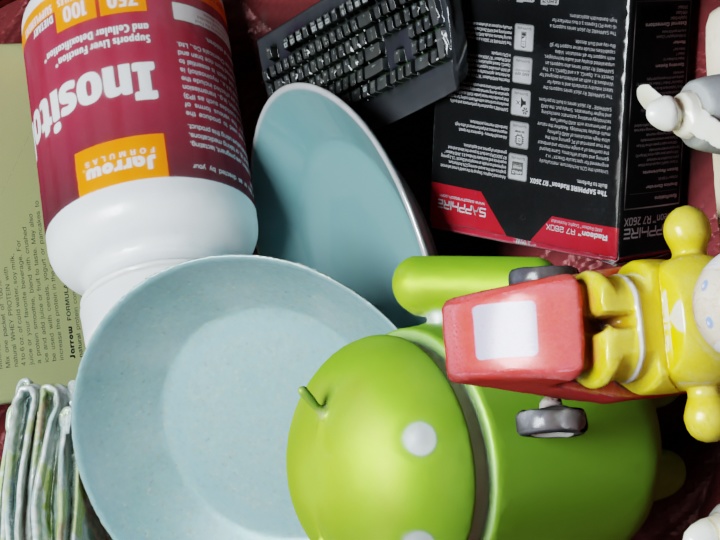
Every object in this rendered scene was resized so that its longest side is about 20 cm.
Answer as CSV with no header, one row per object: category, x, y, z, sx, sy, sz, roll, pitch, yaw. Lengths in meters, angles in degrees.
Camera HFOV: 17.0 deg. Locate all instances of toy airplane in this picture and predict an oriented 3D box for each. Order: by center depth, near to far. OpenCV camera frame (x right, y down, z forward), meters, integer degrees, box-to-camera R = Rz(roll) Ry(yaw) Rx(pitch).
toy airplane,0.159,0.022,0.958,0.200,0.199,0.141,43,172,4

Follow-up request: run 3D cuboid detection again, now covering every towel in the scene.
towel,-0.140,0.162,1.285,0.048,0.200,0.172,-6,69,15

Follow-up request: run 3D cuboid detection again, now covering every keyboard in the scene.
keyboard,-0.006,-0.131,1.204,0.200,0.020,0.128,-20,75,61

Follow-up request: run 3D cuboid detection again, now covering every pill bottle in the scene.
pill bottle,-0.114,-0.055,1.268,0.113,0.112,0.201,-36,55,43

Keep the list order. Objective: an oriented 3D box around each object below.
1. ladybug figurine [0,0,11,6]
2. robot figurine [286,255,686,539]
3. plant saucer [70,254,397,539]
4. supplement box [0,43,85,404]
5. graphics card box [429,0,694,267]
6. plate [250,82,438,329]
ladybug figurine,-0.196,-0.187,1.308,0.072,0.199,0.136,61,156,-2
robot figurine,0.053,0.081,1.074,0.115,0.199,0.177,6,99,54
plant saucer,-0.045,0.082,1.194,0.200,0.039,0.202,6,110,16
supplement box,-0.231,-0.022,1.362,0.134,0.199,0.202,-7,91,46
graphics card box,0.093,-0.112,1.117,0.125,0.051,0.202,12,105,46
plate,0.000,0.000,1.217,0.200,0.025,0.201,43,142,47
